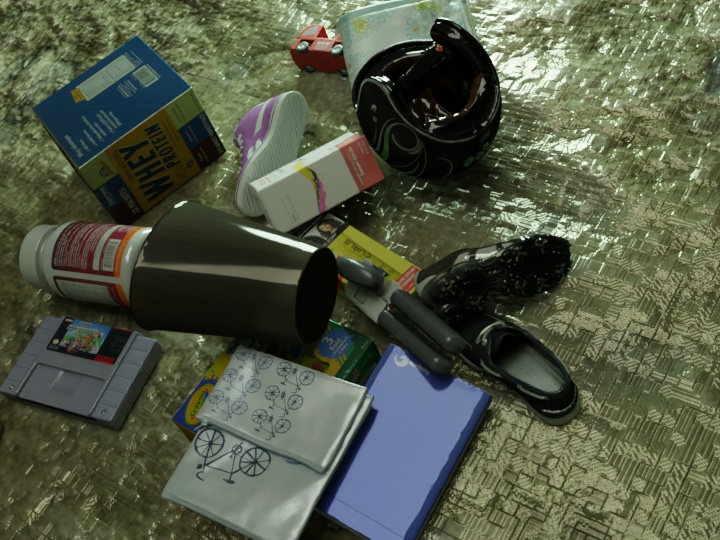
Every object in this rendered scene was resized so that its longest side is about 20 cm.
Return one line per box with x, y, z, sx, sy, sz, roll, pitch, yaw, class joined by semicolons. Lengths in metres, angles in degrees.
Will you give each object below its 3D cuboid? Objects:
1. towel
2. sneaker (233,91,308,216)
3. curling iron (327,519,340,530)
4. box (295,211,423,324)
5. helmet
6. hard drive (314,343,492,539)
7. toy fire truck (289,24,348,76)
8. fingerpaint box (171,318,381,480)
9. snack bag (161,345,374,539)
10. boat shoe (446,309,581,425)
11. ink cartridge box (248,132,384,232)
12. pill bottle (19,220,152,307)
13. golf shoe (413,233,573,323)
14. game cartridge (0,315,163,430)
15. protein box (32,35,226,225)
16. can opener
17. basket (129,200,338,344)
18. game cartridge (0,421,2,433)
0.076;-0.316;1.447;0.197;0.048;0.173;-13;65;3;towel
-0.150;-0.162;1.450;0.113;0.073;0.202;-4;55;43;sneaker
0.025;0.201;1.110;0.049;0.026;0.200;26;66;32;curling iron
0.000;0.000;1.262;0.075;0.050;0.199;-43;51;-16;box
0.086;-0.217;1.307;0.197;0.191;0.203;1;82;-10;helmet
0.040;0.193;1.084;0.131;0.025;0.201;25;69;19;hard drive
0.002;-0.367;1.553;0.198;0.049;0.142;12;58;30;toy fire truck
-0.094;0.144;1.170;0.166;0.074;0.201;23;64;33;fingerpaint box
-0.107;0.188;1.080;0.187;0.021;0.201;16;63;29;snack bag
0.167;0.090;1.119;0.076;0.061;0.199;-43;51;-15;boat shoe
-0.078;-0.109;1.329;0.198;0.068;0.116;-29;14;-6;ink cartridge box
-0.364;-0.011;1.374;0.198;0.110;0.110;6;56;25;pill bottle
0.154;-0.006;1.176;0.198;0.079;0.094;-14;22;-21;golf shoe
-0.369;0.128;1.319;0.198;0.038;0.131;9;61;27;game cartridge
-0.350;-0.213;1.511;0.199;0.135;0.198;-38;50;-10;protein box
0.034;0.045;1.134;0.200;0.067;0.054;40;102;45;can opener
-0.138;0.012;1.160;0.198;0.137;0.181;12;46;23;basket
-0.553;0.264;1.282;0.132;0.042;0.201;14;59;25;game cartridge
